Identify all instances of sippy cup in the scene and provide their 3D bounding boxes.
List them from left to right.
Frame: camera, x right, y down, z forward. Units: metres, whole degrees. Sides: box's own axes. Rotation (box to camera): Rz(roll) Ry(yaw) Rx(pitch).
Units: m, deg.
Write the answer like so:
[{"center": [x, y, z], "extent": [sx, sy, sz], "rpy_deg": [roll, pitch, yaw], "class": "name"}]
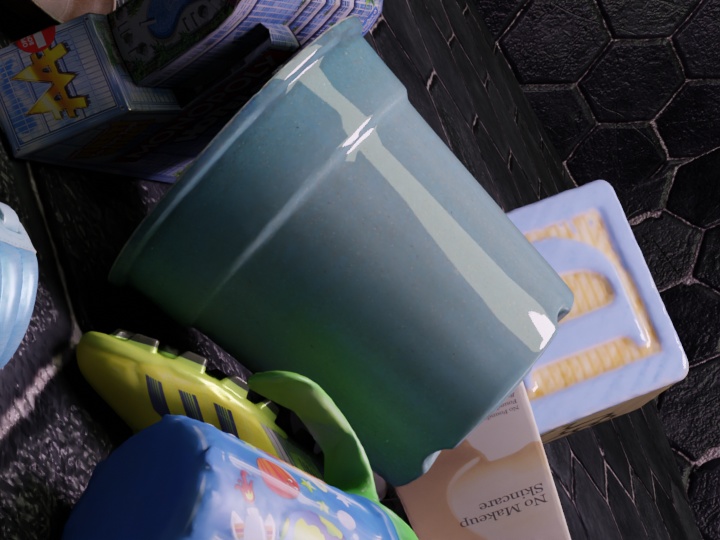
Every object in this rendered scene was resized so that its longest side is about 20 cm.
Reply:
[{"center": [-0.059, 0.137, 0.599], "extent": [0.130, 0.139, 0.178], "rpy_deg": [41, 17, -32], "class": "sippy cup"}]

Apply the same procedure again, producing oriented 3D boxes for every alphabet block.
[{"center": [0.168, 0.056, 1.263], "extent": [0.200, 0.194, 0.198], "rpy_deg": [95, -23, -76], "class": "alphabet block"}]

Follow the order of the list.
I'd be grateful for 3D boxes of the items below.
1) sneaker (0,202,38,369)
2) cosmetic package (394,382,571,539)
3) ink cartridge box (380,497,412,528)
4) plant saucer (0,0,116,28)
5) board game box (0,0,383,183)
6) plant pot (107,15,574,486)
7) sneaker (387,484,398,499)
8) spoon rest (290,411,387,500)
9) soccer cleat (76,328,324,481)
[{"center": [-0.189, -0.039, 0.507], "extent": [0.130, 0.079, 0.202], "rpy_deg": [-12, 88, -73], "class": "sneaker"}, {"center": [0.075, 0.133, 0.903], "extent": [0.071, 0.105, 0.201], "rpy_deg": [-104, 173, -50], "class": "cosmetic package"}, {"center": [0.019, 0.245, 0.846], "extent": [0.201, 0.043, 0.198], "rpy_deg": [70, 14, 14], "class": "ink cartridge box"}, {"center": [-0.215, -0.225, 0.794], "extent": [0.201, 0.032, 0.201], "rpy_deg": [59, 16, -28], "class": "plant saucer"}, {"center": [-0.106, -0.115, 0.767], "extent": [0.199, 0.199, 0.062], "rpy_deg": [-13, 77, -60], "class": "board game box"}, {"center": [0.000, 0.000, 0.745], "extent": [0.196, 0.200, 0.200], "rpy_deg": [43, 17, -2], "class": "plant pot"}, {"center": [0.069, 0.182, 1.047], "extent": [0.200, 0.078, 0.086], "rpy_deg": [47, 24, -51], "class": "sneaker"}, {"center": [-0.020, 0.068, 0.911], "extent": [0.099, 0.060, 0.201], "rpy_deg": [49, 15, -46], "class": "spoon rest"}, {"center": [-0.075, 0.102, 0.706], "extent": [0.200, 0.084, 0.065], "rpy_deg": [39, -13, -32], "class": "soccer cleat"}]
